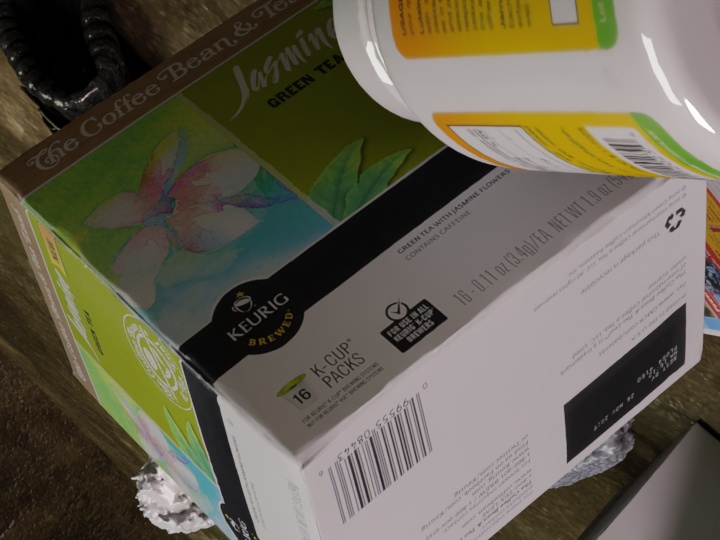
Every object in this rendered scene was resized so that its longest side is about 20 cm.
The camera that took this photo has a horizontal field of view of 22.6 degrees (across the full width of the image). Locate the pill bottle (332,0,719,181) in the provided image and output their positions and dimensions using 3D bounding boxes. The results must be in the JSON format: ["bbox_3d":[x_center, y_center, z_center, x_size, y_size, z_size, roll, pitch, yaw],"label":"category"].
[{"bbox_3d":[0.072,-0.086,0.551,0.111,0.111,0.200,48,163,-23],"label":"pill bottle"}]

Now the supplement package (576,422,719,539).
[{"bbox_3d":[0.173,0.186,1.004,0.121,0.120,0.200,42,164,9],"label":"supplement package"}]

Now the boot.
[{"bbox_3d":[-0.135,-0.083,1.100,0.211,0.079,0.158,38,164,15],"label":"boot"}]

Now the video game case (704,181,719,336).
[{"bbox_3d":[0.144,-0.021,0.720,0.143,0.017,0.200,49,163,-23],"label":"video game case"}]

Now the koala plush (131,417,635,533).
[{"bbox_3d":[-0.004,0.068,0.895,0.184,0.200,0.177,58,-156,17],"label":"koala plush"}]

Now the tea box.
[{"bbox_3d":[0.000,0.000,0.715,0.197,0.200,0.134,38,155,34],"label":"tea box"}]
